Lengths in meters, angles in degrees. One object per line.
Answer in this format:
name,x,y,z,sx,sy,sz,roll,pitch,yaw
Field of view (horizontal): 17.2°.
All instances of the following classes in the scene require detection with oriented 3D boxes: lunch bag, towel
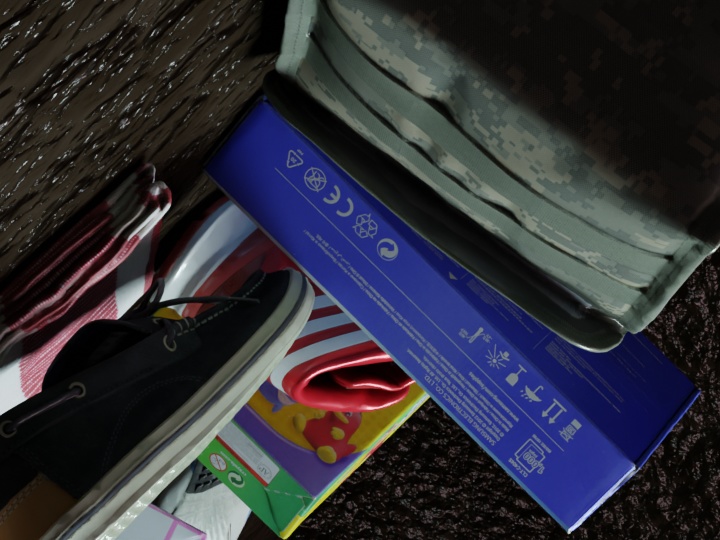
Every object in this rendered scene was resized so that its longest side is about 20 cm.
lunch bag,0.059,-0.060,0.822,0.118,0.164,0.200,-50,175,-16
towel,-0.144,0.053,0.861,0.200,0.023,0.144,-45,175,-17

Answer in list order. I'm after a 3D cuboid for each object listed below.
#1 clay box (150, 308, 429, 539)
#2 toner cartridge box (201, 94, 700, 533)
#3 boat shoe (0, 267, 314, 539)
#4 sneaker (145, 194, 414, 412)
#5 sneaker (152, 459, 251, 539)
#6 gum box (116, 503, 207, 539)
clay box,-0.012,0.025,1.145,0.200,0.115,0.048,-42,172,-40
toner cartridge box,0.038,0.005,0.939,0.043,0.200,0.095,-48,174,26
boat shoe,-0.077,0.042,0.858,0.075,0.062,0.200,-51,175,36
sneaker,0.000,0.000,1.053,0.200,0.116,0.078,-40,172,-46
sneaker,-0.095,0.135,1.624,0.200,0.072,0.073,-58,-152,28
gum box,-0.174,0.245,1.452,0.200,0.066,0.114,-63,-176,-28
